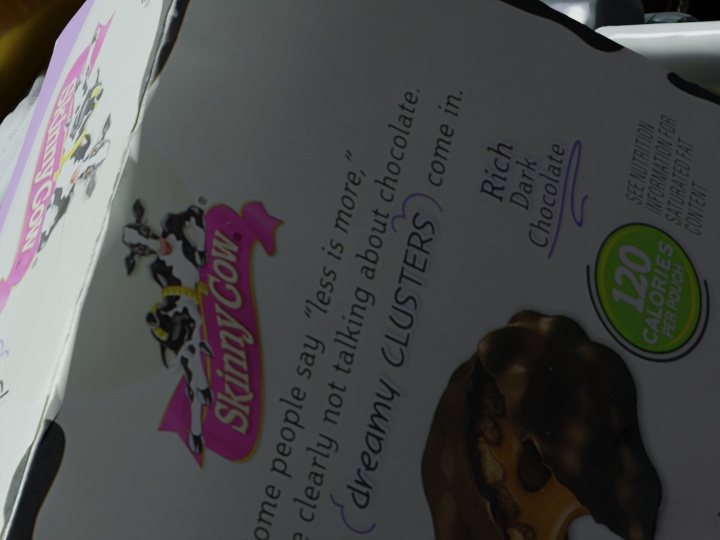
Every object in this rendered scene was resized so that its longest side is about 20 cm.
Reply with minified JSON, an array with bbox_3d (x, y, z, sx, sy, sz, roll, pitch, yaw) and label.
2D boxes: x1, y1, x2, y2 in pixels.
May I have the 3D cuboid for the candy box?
[{"bbox_3d":[0.030,0.053,0.474,0.072,0.200,0.168,-41,27,51],"label":"candy box"}]

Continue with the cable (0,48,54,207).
[{"bbox_3d":[-0.100,0.032,0.783,0.200,0.069,0.200,-56,6,4],"label":"cable"}]

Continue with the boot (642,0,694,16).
[{"bbox_3d":[0.036,-0.107,0.756,0.075,0.097,0.200,-15,43,28],"label":"boot"}]

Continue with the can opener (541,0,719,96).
[{"bbox_3d":[0.050,-0.034,0.654,0.200,0.053,0.067,6,78,44],"label":"can opener"}]

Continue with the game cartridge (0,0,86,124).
[{"bbox_3d":[-0.108,-0.058,0.891,0.176,0.032,0.200,-50,-2,37],"label":"game cartridge"}]
